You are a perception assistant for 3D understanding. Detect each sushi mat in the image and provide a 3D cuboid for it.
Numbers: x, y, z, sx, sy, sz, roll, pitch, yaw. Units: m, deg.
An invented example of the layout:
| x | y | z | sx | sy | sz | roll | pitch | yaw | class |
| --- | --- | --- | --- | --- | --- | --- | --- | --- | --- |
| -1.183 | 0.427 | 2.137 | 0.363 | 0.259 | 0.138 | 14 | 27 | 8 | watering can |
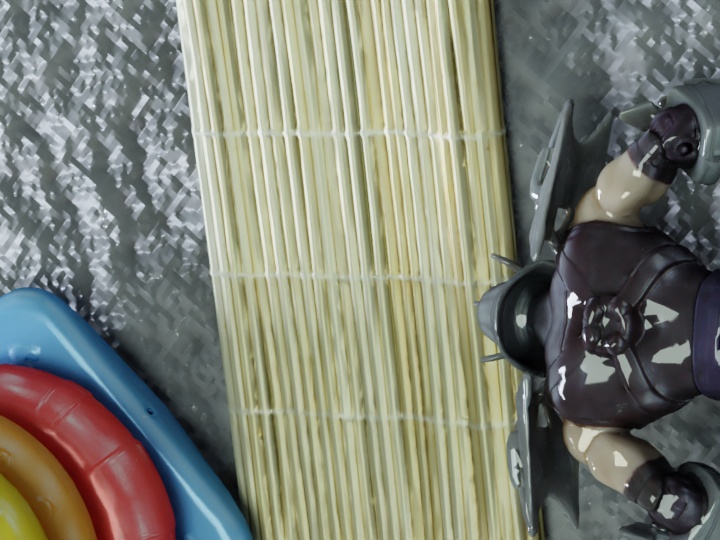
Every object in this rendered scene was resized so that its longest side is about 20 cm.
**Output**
| x | y | z | sx | sy | sz | roll | pitch | yaw | class |
| --- | --- | --- | --- | --- | --- | --- | --- | --- | --- |
| 0.000 | 0.000 | 0.832 | 0.095 | 0.012 | 0.201 | -1 | 104 | 25 | sushi mat |

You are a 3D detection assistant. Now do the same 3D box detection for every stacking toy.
| x | y | z | sx | sy | sz | roll | pitch | yaw | class |
| --- | --- | --- | --- | --- | --- | --- | --- | --- | --- |
| -0.130 | 0.093 | 0.810 | 0.116 | 0.200 | 0.110 | 49 | 117 | 7 | stacking toy |

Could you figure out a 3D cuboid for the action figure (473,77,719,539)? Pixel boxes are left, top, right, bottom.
| x | y | z | sx | sy | sz | roll | pitch | yaw | class |
| --- | --- | --- | --- | --- | --- | --- | --- | --- | --- |
| 0.108 | 0.018 | 0.746 | 0.200 | 0.069 | 0.131 | 4 | 101 | 40 | action figure |
